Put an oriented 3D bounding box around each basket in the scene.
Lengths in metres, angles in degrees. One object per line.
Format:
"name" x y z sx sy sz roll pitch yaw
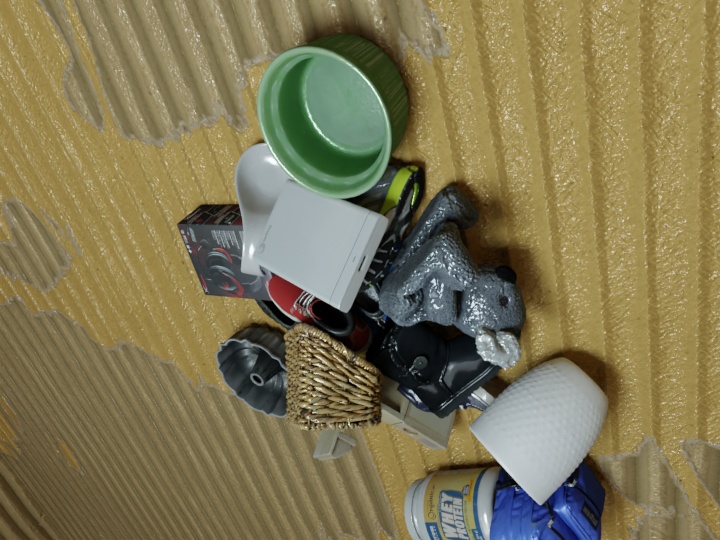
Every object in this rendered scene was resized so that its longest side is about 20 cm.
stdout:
"basket" -0.038 0.160 0.953 0.139 0.153 0.200 1 169 -13

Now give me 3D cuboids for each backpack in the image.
"backpack" 0.304 0.405 1.028 0.163 0.201 0.167 46 134 -8

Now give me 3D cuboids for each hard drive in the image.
"hard drive" -0.062 -0.041 0.870 0.198 0.135 0.026 25 180 41

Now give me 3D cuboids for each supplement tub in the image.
"supplement tub" 0.194 0.449 1.168 0.197 0.145 0.146 -20 113 39

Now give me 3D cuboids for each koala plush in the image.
"koala plush" 0.144 0.029 0.859 0.197 0.179 0.185 30 125 -11

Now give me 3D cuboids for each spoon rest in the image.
"spoon rest" -0.152 -0.094 0.960 0.096 0.061 0.206 8 90 0

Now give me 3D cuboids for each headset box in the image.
"headset box" -0.203 -0.032 1.088 0.195 0.075 0.152 4 124 29

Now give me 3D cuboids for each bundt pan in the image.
"bundt pan" -0.189 0.193 1.253 0.197 0.076 0.206 16 131 19

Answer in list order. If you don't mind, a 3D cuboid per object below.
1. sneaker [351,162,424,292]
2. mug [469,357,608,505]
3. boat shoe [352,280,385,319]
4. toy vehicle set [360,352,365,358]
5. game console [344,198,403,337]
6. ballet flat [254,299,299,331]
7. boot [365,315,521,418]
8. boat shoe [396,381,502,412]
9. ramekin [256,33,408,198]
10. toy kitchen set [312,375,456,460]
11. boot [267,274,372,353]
"sneaker" 0.017 -0.062 0.880 0.080 0.203 0.074 25 171 33
"mug" 0.280 0.233 0.940 0.148 0.175 0.200 45 179 32
"boat shoe" -0.029 -0.008 0.918 0.074 0.066 0.201 -36 91 10
"toy vehicle set" 0.014 0.129 1.114 0.195 0.027 0.127 7 127 27
"game console" 0.000 0.000 1.009 0.200 0.118 0.171 45 99 -1
"ballet flat" -0.133 0.066 1.091 0.056 0.068 0.198 33 169 -39
"boot" 0.121 0.107 0.930 0.167 0.077 0.200 39 104 -19
"boat shoe" 0.153 0.205 1.032 0.198 0.075 0.094 34 103 9
"ramekin" -0.031 -0.209 0.830 0.195 0.098 0.204 16 131 20
"toy kitchen set" 0.031 0.293 1.128 0.178 0.166 0.199 32 149 -16
"boot" -0.078 0.046 0.948 0.197 0.073 0.144 30 172 23
